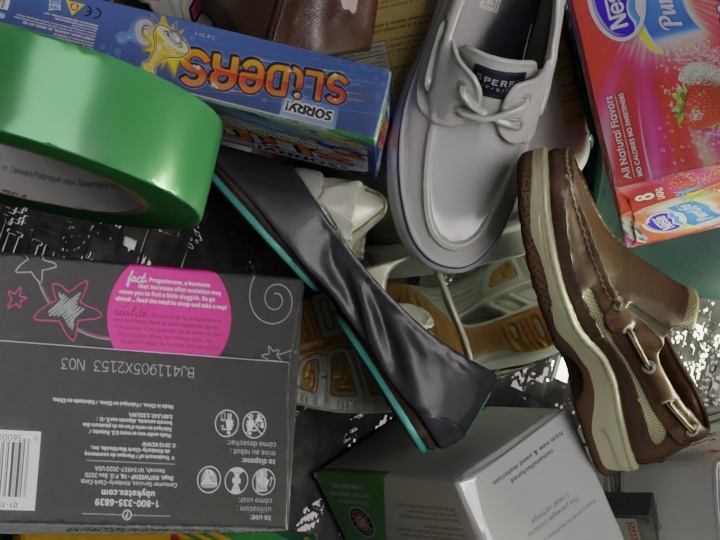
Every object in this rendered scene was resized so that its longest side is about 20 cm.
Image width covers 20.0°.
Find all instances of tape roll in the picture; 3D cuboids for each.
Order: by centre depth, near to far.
[{"bbox_3d":[-0.165,-0.069,0.950,0.199,0.200,0.049,18,81,-30],"label":"tape roll"}]

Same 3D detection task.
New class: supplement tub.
[{"bbox_3d":[0.045,-0.107,1.115,0.145,0.145,0.202,-15,97,-31],"label":"supplement tub"}]

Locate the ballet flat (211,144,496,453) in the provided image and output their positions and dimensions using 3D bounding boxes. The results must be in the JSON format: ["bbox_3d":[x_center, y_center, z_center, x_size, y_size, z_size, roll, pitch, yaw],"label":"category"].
[{"bbox_3d":[0.000,0.000,1.056,0.073,0.073,0.200,-38,90,-27],"label":"ballet flat"}]

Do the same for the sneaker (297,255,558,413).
[{"bbox_3d":[0.039,0.045,1.151,0.198,0.088,0.076,-11,73,-10],"label":"sneaker"}]

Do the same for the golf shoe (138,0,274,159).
[{"bbox_3d":[-0.084,-0.147,1.089,0.091,0.073,0.202,-6,91,-6],"label":"golf shoe"}]

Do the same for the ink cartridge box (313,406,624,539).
[{"bbox_3d":[0.080,0.180,1.128,0.087,0.145,0.201,-30,103,-31],"label":"ink cartridge box"}]

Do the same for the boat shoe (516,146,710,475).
[{"bbox_3d":[0.134,0.015,1.037,0.075,0.074,0.203,-88,161,-48],"label":"boat shoe"}]

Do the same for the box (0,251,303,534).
[{"bbox_3d":[-0.143,0.061,1.011,0.199,0.114,0.133,5,87,-31],"label":"box"}]

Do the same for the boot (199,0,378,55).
[{"bbox_3d":[0.020,-0.187,1.002,0.064,0.185,0.201,11,94,-63],"label":"boot"}]

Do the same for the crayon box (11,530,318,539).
[{"bbox_3d":[-0.106,0.194,1.023,0.199,0.051,0.128,5,50,-26],"label":"crayon box"}]

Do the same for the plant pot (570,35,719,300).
[{"bbox_3d":[0.180,-0.076,1.184,0.133,0.200,0.202,-3,90,-14],"label":"plant pot"}]

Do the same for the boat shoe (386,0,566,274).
[{"bbox_3d":[0.059,-0.097,1.011,0.073,0.065,0.202,7,93,-10],"label":"boat shoe"}]

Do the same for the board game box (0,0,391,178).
[{"bbox_3d":[-0.084,-0.093,0.989,0.199,0.135,0.035,14,86,3],"label":"board game box"}]

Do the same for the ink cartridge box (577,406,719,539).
[{"bbox_3d":[0.195,0.130,1.169,0.145,0.200,0.085,-11,95,-32],"label":"ink cartridge box"}]

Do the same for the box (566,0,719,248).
[{"bbox_3d":[0.161,-0.126,1.064,0.099,0.096,0.201,-13,69,8],"label":"box"}]
